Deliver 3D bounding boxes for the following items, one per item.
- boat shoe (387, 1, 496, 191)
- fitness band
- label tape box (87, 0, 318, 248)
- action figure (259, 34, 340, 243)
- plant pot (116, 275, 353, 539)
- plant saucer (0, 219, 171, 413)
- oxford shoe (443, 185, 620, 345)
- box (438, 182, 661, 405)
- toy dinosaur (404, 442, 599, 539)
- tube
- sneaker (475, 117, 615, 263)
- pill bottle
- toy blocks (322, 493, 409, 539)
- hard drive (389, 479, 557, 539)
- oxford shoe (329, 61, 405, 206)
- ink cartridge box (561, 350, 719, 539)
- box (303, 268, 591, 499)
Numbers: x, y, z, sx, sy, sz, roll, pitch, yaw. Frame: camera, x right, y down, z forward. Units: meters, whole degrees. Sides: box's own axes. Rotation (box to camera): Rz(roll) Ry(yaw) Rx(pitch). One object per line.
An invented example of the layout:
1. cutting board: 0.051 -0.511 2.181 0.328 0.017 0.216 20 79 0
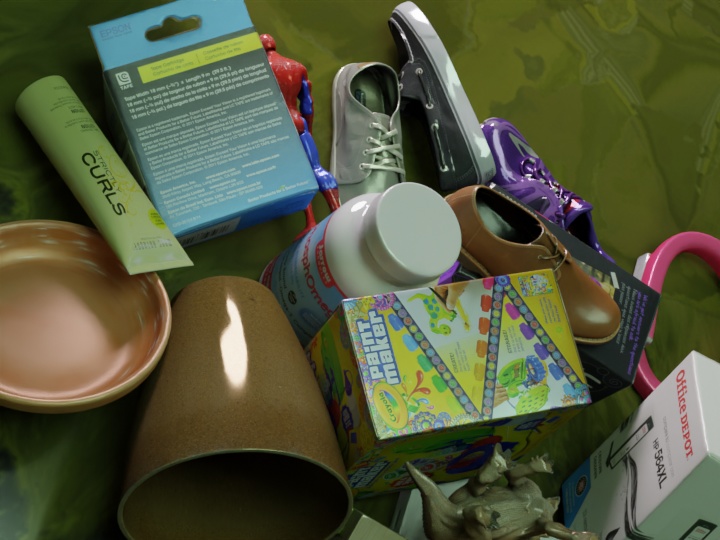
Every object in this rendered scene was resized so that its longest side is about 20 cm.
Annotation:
1. boat shoe: 0.061 -0.162 1.914 0.066 0.070 0.200 -22 75 -7
2. fitness band: 0.330 0.055 1.997 0.143 0.037 0.200 28 59 -19
3. label tape box: -0.141 -0.131 1.752 0.144 0.063 0.201 -18 79 -16
4. action figure: -0.064 -0.121 1.827 0.065 0.052 0.201 -6 76 -37
5. plant pot: -0.106 0.112 1.641 0.186 0.186 0.200 15 48 -25
6. plant saucer: -0.252 0.041 1.611 0.199 0.038 0.201 7 45 -7
7. oxford shoe: 0.155 -0.003 1.746 0.200 0.071 0.071 35 57 -15
8. box: 0.155 0.030 1.848 0.200 0.122 0.106 33 58 -15
9. toy dinosaur: 0.107 0.213 1.696 0.199 0.136 0.086 11 59 -30
10. tube: -0.216 -0.076 1.680 0.058 0.052 0.200 -30 69 -14
11. sneaker: 0.182 -0.067 1.931 0.081 0.083 0.200 -34 88 -37
12. pill bottle: 0.000 0.000 1.720 0.108 0.200 0.109 12 63 -26
13. toy blocks: 0.022 0.293 1.672 0.200 0.100 0.137 31 84 -16
14. hard drive: 0.115 0.264 1.785 0.200 0.026 0.132 30 57 -17
15. oxford shoe: 0.012 -0.106 1.862 0.075 0.058 0.201 7 68 -31
16. ink cartridge box: 0.271 0.192 1.778 0.084 0.200 0.146 28 32 -17
17. box: 0.057 0.100 1.689 0.192 0.200 0.122 -8 71 -21
